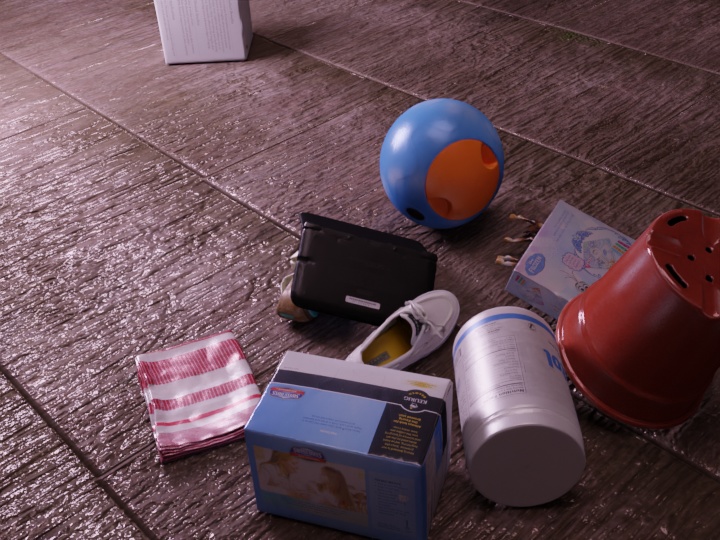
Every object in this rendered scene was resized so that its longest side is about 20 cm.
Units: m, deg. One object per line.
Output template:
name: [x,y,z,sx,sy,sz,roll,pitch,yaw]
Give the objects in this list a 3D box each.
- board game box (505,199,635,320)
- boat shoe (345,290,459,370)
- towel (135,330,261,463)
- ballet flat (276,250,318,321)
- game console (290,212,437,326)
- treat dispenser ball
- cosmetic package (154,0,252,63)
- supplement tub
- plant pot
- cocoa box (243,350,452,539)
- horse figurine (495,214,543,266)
board game box: [0.325,0.009,1.208,0.197,0.044,0.200,31,44,12]
boat shoe: [0.064,0.075,1.131,0.201,0.086,0.075,-30,77,-30]
towel: [-0.206,0.153,1.124,0.142,0.023,0.201,-15,37,-16]
ballet flat: [-0.078,0.005,1.294,0.071,0.068,0.201,-8,37,23]
game console: [0.000,0.000,1.256,0.197,0.116,0.179,13,70,-10]
treat dispenser ball: [0.129,-0.169,1.386,0.197,0.203,0.202,-3,35,2]
cosmetic package: [-0.367,-0.602,2.071,0.196,0.169,0.167,-2,34,1]
supplement tub: [0.176,0.149,0.998,0.130,0.134,0.201,-3,36,1]
plant pot: [0.356,0.048,1.012,0.197,0.196,0.203,8,52,-10]
cocoa box: [-0.009,0.192,0.952,0.197,0.135,0.132,8,37,16]
horse figurine: [0.273,-0.025,1.298,0.131,0.051,0.201,15,34,10]
